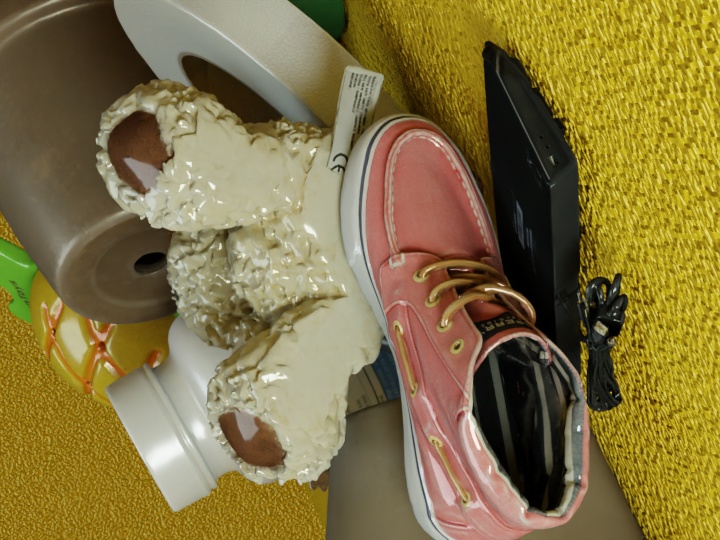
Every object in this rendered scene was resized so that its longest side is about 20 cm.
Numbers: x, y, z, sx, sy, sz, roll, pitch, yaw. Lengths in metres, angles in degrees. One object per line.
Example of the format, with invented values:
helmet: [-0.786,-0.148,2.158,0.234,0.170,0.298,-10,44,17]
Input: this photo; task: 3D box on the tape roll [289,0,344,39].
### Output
tape roll: [-0.074,-0.208,1.186,0.201,0.048,0.200,62,172,15]

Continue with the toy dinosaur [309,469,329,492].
toy dinosaur: [-0.028,0.060,1.366,0.200,0.086,0.136,47,-173,4]

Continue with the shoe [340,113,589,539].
shoe: [0.049,0.020,0.940,0.091,0.071,0.200,151,110,-65]

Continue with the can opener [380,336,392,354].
can opener: [0.000,0.000,1.152,0.200,0.067,0.053,18,159,27]

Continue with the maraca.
maraca: [-0.165,0.030,1.403,0.200,0.107,0.137,14,145,34]

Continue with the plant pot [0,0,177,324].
plant pot: [-0.149,-0.068,1.286,0.200,0.200,0.175,75,175,-56]

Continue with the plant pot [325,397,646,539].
plant pot: [0.058,0.147,1.048,0.200,0.200,0.174,106,152,-79]

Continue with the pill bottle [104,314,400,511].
pill bottle: [-0.040,0.052,1.234,0.112,0.200,0.112,60,174,11]

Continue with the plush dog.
plush dog: [-0.042,-0.011,1.058,0.172,0.160,0.200,-5,110,66]

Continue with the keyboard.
keyboard: [0.085,-0.002,0.915,0.200,0.021,0.127,76,172,-63]

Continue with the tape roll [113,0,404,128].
tape roll: [-0.044,-0.091,1.142,0.203,0.037,0.203,38,167,10]
